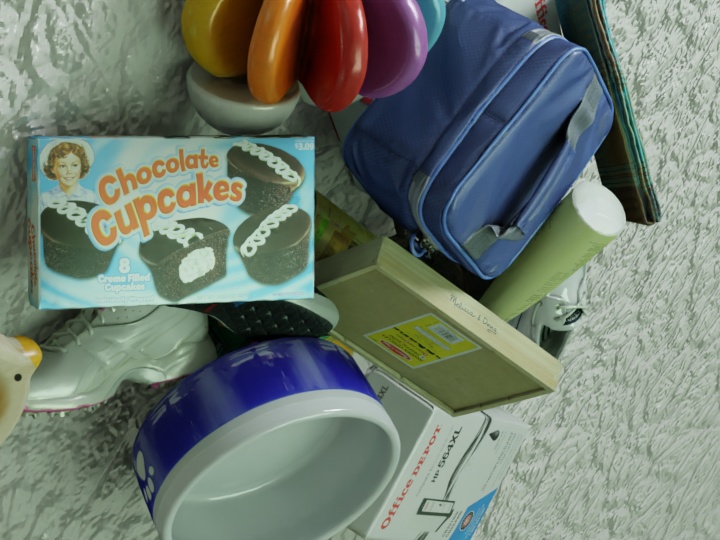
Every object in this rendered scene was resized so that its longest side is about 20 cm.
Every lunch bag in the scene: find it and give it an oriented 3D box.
[{"bbox_3d":[0.094,-0.094,1.353,0.200,0.132,0.136,-54,146,-6],"label":"lunch bag"}]

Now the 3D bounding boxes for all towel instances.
[{"bbox_3d":[0.200,-0.137,1.451,0.022,0.147,0.201,-16,95,-2],"label":"towel"}]

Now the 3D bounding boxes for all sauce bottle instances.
[{"bbox_3d":[0.000,0.000,1.449,0.200,0.065,0.065,35,88,-29],"label":"sauce bottle"}]

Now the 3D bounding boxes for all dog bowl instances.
[{"bbox_3d":[-0.074,0.145,1.390,0.199,0.079,0.201,-20,145,-15],"label":"dog bowl"}]

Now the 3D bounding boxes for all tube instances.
[{"bbox_3d":[0.137,0.003,1.443,0.058,0.052,0.200,10,144,-27],"label":"tube"}]

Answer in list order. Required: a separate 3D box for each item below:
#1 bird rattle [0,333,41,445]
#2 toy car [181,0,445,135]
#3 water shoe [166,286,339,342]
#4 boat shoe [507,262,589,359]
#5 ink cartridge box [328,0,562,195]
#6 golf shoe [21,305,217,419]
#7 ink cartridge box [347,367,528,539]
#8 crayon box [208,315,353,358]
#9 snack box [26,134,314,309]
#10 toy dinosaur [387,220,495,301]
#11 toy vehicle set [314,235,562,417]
[{"bbox_3d":[-0.290,0.101,1.175,0.163,0.113,0.201,6,112,-50],"label":"bird rattle"},{"bbox_3d":[-0.022,-0.178,1.265,0.200,0.150,0.176,-23,133,-42],"label":"toy car"},{"bbox_3d":[-0.095,-0.005,1.332,0.200,0.079,0.071,22,142,-38],"label":"water shoe"},{"bbox_3d":[0.191,0.025,1.695,0.073,0.067,0.200,-22,153,-15],"label":"boat shoe"},{"bbox_3d":[0.074,-0.160,1.469,0.200,0.084,0.145,-46,145,-19],"label":"ink cartridge box"},{"bbox_3d":[-0.195,0.051,1.318,0.200,0.075,0.092,-17,109,-45],"label":"golf shoe"},{"bbox_3d":[0.059,0.185,1.737,0.200,0.084,0.146,15,104,-57],"label":"ink cartridge box"},{"bbox_3d":[-0.080,0.124,1.496,0.118,0.058,0.201,-9,126,-27],"label":"crayon box"},{"bbox_3d":[-0.130,-0.036,1.238,0.199,0.037,0.117,-2,97,-22],"label":"snack box"},{"bbox_3d":[0.056,0.001,1.541,0.077,0.199,0.103,120,-19,-87],"label":"toy dinosaur"},{"bbox_3d":[0.048,0.049,1.411,0.200,0.124,0.027,35,57,-28],"label":"toy vehicle set"}]
